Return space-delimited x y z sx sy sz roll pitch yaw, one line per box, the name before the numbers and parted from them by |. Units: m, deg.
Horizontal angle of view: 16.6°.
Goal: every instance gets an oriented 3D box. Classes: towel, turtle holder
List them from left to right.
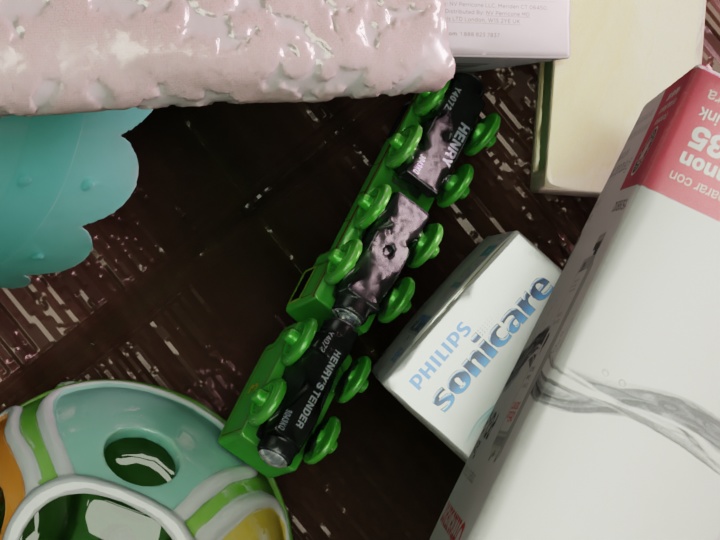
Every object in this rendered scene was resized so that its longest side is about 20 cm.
turtle holder | -0.090 0.129 1.027 0.141 0.132 0.186 -43 91 -1
towel | -0.071 -0.152 0.887 0.199 0.032 0.192 -4 84 -15

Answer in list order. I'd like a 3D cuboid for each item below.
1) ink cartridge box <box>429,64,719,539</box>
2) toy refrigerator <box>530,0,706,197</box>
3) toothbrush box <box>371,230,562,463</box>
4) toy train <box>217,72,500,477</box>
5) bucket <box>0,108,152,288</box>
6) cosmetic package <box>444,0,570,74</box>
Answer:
ink cartridge box | 0.102 0.039 0.877 0.083 0.147 0.200 27 88 0
toy refrigerator | 0.110 -0.131 1.056 0.070 0.076 0.201 4 91 -1
toothbrush box | 0.105 0.079 1.023 0.200 0.146 0.085 41 89 0
toy train | 0.000 0.000 1.034 0.042 0.056 0.200 36 63 -17
bucket | -0.189 -0.092 0.976 0.135 0.207 0.208 0 91 -45
cosmetic package | 0.032 -0.185 1.031 0.085 0.108 0.201 -1 90 -21
